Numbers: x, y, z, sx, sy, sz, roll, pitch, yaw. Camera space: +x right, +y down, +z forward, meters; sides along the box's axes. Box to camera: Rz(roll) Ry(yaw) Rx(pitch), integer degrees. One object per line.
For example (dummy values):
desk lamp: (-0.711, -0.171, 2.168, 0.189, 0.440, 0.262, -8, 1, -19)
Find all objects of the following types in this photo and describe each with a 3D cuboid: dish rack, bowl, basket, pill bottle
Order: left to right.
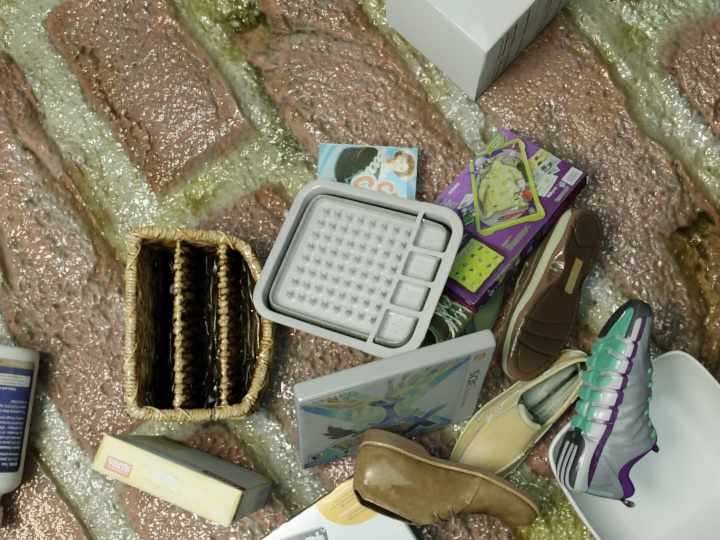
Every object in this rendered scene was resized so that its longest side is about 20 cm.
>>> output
pill bottle: (-0.420, 0.181, 0.989, 0.110, 0.111, 0.203, 5, 81, 4)
basket: (-0.165, 0.061, 0.976, 0.141, 0.149, 0.203, -1, 80, 3)
dish rack: (0.000, 0.000, 0.962, 0.198, 0.044, 0.173, 16, 73, 23)
bowl: (0.314, 0.211, 0.960, 0.199, 0.075, 0.201, -36, 80, -4)

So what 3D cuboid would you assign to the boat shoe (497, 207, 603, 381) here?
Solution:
boat shoe: (0.199, 0.027, 1.002, 0.074, 0.075, 0.204, 36, 75, -25)

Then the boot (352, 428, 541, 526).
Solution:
boot: (0.085, 0.232, 0.921, 0.198, 0.074, 0.076, 20, 59, -3)

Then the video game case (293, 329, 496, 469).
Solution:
video game case: (0.031, 0.135, 0.920, 0.198, 0.183, 0.022, -15, 60, -11)

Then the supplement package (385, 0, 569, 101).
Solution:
supplement package: (0.146, -0.333, 1.020, 0.152, 0.151, 0.200, 43, 85, 8)

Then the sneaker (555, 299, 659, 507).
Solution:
sneaker: (0.267, 0.133, 0.912, 0.087, 0.074, 0.202, 20, 92, -7)

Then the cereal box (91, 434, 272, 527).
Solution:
cereal box: (-0.173, 0.209, 0.925, 0.142, 0.200, 0.040, 21, 82, 7)

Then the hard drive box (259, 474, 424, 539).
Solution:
hard drive box: (0.004, 0.330, 0.958, 0.155, 0.077, 0.201, -34, 81, -2)

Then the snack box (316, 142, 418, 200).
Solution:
snack box: (0.004, -0.042, 1.038, 0.115, 0.037, 0.203, 3, 81, 2)

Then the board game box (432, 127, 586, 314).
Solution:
board game box: (0.142, -0.059, 0.997, 0.120, 0.032, 0.200, 36, 74, 25)

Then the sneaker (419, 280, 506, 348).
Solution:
sneaker: (0.091, 0.067, 0.985, 0.067, 0.090, 0.201, 35, 84, 18)

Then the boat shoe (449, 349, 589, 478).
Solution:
boat shoe: (0.171, 0.159, 0.975, 0.072, 0.076, 0.200, 42, 88, 6)
